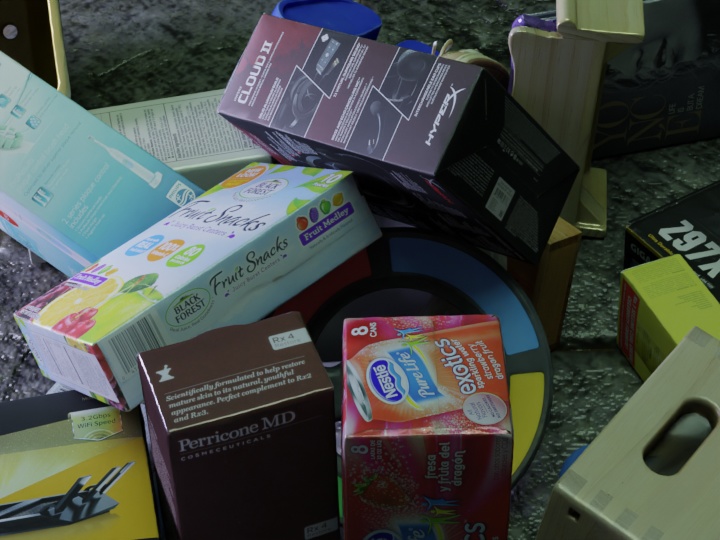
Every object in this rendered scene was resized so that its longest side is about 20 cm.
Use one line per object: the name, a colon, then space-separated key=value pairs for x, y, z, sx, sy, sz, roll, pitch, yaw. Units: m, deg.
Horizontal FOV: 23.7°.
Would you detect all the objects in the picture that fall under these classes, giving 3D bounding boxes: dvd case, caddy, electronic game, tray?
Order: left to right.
caddy: x=-0.018 y=-0.143 z=1.382 sx=0.141 sy=0.106 sz=0.200 roll=33 pitch=23 yaw=14
electronic game: x=0.025 y=0.073 z=1.108 sx=0.198 sy=0.202 sz=0.042 roll=-3 pitch=2 yaw=0
tray: x=0.076 y=-0.030 z=1.270 sx=0.037 sy=0.099 sz=0.200 roll=-18 pitch=41 yaw=-34
dvd case: x=0.224 y=-0.155 z=1.370 sx=0.198 sy=0.149 sz=0.016 roll=-10 pitch=44 yaw=-8

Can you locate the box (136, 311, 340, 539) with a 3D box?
box: x=-0.067 y=0.128 z=1.018 sx=0.099 sy=0.201 sz=0.075 roll=-15 pitch=42 yaw=-13

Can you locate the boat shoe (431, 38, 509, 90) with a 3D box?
boat shoe: x=0.077 y=-0.133 z=1.340 sx=0.063 sy=0.200 sz=0.074 roll=37 pitch=90 yaw=16

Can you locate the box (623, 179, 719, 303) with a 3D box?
box: x=0.313 y=0.005 z=1.254 sx=0.159 sy=0.050 sz=0.200 roll=-24 pitch=45 yaw=-20

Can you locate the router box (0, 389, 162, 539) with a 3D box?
router box: x=-0.218 y=0.151 z=1.015 sx=0.198 sy=0.053 sz=0.158 roll=-10 pitch=41 yaw=-8

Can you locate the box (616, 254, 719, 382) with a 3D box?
box: x=0.238 y=0.079 z=1.153 sx=0.050 sy=0.076 sz=0.201 roll=-15 pitch=43 yaw=-13

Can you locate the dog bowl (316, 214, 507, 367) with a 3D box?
dog bowl: x=0.000 y=0.000 z=1.201 sx=0.199 sy=0.059 sz=0.202 roll=-12 pitch=60 yaw=23

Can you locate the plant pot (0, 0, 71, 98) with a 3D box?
plant pot: x=-0.338 y=-0.207 z=1.426 sx=0.192 sy=0.197 sz=0.200 roll=-7 pitch=-1 yaw=-4

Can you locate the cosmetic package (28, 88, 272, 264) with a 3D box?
cosmetic package: x=-0.173 y=-0.078 z=1.367 sx=0.198 sy=0.074 sz=0.104 roll=-10 pitch=41 yaw=-7

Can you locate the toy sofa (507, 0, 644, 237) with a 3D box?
toy sofa: x=0.153 y=-0.127 z=1.304 sx=0.097 sy=0.201 sz=0.083 roll=6 pitch=41 yaw=3

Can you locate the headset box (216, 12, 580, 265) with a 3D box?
headset box: x=0.018 y=-0.086 z=1.101 sx=0.199 sy=0.149 sz=0.078 roll=20 pitch=80 yaw=37

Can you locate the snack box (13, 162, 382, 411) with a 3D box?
snack box: x=-0.104 y=0.004 z=1.079 sx=0.199 sy=0.053 sz=0.142 roll=-34 pitch=22 yaw=-23

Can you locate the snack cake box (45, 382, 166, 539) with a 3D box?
snack cake box: x=-0.194 y=0.167 z=1.086 sx=0.114 sy=0.068 sz=0.200 roll=19 pitch=45 yaw=22

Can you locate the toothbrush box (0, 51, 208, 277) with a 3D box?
toothbrush box: x=-0.209 y=-0.057 z=1.224 sx=0.199 sy=0.146 sz=0.086 roll=35 pitch=76 yaw=4

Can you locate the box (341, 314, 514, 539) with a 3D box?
box: x=0.036 y=0.132 z=1.007 sx=0.095 sy=0.201 sz=0.100 roll=-1 pitch=40 yaw=0

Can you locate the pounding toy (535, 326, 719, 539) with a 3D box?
pounding toy: x=0.174 y=0.137 z=1.026 sx=0.142 sy=0.185 sz=0.200 roll=33 pitch=51 yaw=20
